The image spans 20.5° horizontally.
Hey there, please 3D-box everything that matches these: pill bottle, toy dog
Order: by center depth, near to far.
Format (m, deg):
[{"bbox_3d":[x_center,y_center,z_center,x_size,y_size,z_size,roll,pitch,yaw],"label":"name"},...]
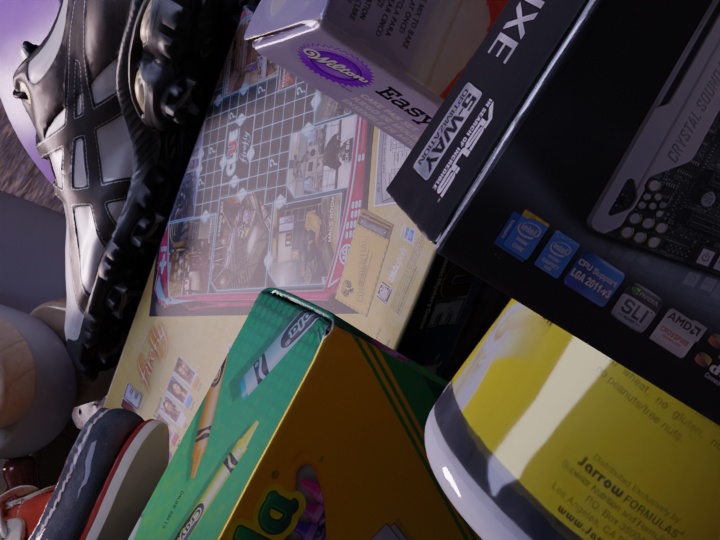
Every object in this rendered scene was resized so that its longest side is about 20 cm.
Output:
[{"bbox_3d":[0.115,0.002,0.558,0.201,0.112,0.112,-54,25,13],"label":"pill bottle"},{"bbox_3d":[-0.197,0.057,0.908,0.199,0.131,0.097,11,101,51],"label":"toy dog"}]

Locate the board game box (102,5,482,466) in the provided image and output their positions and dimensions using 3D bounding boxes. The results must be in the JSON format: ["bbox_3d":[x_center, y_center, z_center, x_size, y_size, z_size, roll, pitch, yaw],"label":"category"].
[{"bbox_3d":[-0.027,0.018,0.774,0.135,0.034,0.201,40,118,35],"label":"board game box"}]

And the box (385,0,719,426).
[{"bbox_3d":[0.130,-0.028,0.457,0.158,0.199,0.050,-56,20,7],"label":"box"}]

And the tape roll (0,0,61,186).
[{"bbox_3d":[-0.069,-0.116,0.939,0.085,0.199,0.202,-16,49,55],"label":"tape roll"}]

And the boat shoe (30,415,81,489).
[{"bbox_3d":[-0.120,0.048,1.030,0.201,0.074,0.066,-67,12,-18],"label":"boat shoe"}]

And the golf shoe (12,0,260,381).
[{"bbox_3d":[-0.100,-0.053,0.828,0.094,0.077,0.202,31,120,26],"label":"golf shoe"}]

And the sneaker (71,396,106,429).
[{"bbox_3d":[-0.096,0.090,0.927,0.114,0.075,0.201,-32,34,54],"label":"sneaker"}]

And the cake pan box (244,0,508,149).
[{"bbox_3d":[0.076,-0.118,0.682,0.052,0.184,0.201,-7,56,55],"label":"cake pan box"}]

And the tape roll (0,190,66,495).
[{"bbox_3d":[-0.205,0.060,1.097,0.200,0.066,0.202,-159,90,-84],"label":"tape roll"}]

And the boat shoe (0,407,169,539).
[{"bbox_3d":[-0.135,0.126,0.806,0.071,0.062,0.201,-40,-18,-55],"label":"boat shoe"}]

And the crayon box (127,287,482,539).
[{"bbox_3d":[-0.024,0.123,0.682,0.201,0.118,0.058,-62,30,-3],"label":"crayon box"}]
